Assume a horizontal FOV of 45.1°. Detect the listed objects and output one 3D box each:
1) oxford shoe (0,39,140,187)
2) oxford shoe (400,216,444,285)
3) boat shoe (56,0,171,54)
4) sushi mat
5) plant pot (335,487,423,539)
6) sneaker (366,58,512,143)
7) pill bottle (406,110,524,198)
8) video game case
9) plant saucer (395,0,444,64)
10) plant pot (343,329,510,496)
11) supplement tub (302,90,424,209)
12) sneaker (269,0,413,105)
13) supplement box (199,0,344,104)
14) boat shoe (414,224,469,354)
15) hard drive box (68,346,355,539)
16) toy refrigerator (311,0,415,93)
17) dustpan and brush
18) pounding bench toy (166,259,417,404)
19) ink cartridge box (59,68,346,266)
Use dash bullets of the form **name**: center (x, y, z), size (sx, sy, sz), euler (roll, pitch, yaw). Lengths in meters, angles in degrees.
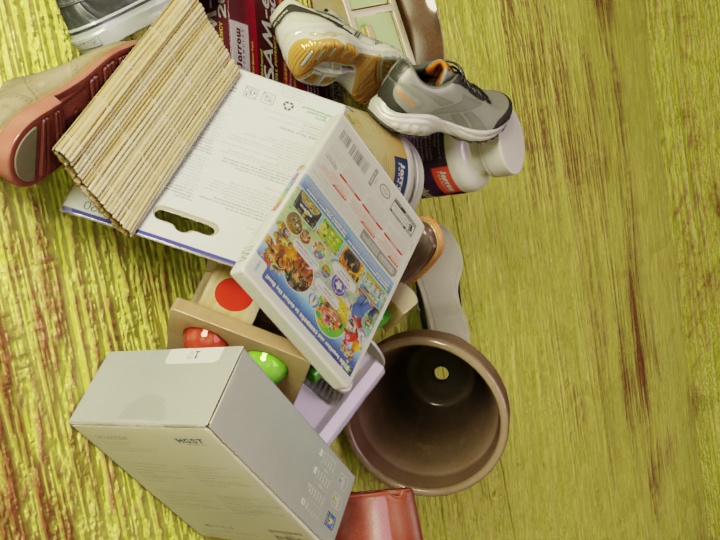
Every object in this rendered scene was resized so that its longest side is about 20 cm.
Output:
- **oxford shoe**: center (-0.236, -0.140, 0.679), size (0.200, 0.075, 0.071), euler (-55, 161, -51)
- **oxford shoe**: center (0.000, 0.000, 0.926), size (0.073, 0.200, 0.071), euler (-18, 82, -55)
- **boat shoe**: center (-0.190, -0.266, 0.774), size (0.200, 0.072, 0.071), euler (-55, 135, -43)
- **sushi mat**: center (-0.165, -0.131, 0.704), size (0.096, 0.012, 0.200), euler (58, 47, -43)
- **plant pot**: center (-0.008, 0.330, 0.893), size (0.201, 0.201, 0.196), euler (15, 65, -56)
- **sneaker**: center (0.103, -0.191, 0.958), size (0.200, 0.074, 0.079), euler (-6, 133, -40)
- **pill bottle**: center (0.101, -0.150, 1.103), size (0.111, 0.200, 0.112), euler (12, 76, -57)
- **video game case**: center (-0.019, -0.020, 0.743), size (0.143, 0.018, 0.200), euler (51, 46, -28)
- **plant saucer**: center (0.046, -0.300, 1.091), size (0.032, 0.200, 0.201), euler (-20, 107, -15)
- **plant pot**: center (0.089, 0.155, 1.088), size (0.175, 0.200, 0.201), euler (-48, 128, -73)
- **supplement tub**: center (-0.030, -0.108, 0.942), size (0.200, 0.144, 0.145), euler (2, 84, -57)
- **sneaker**: center (-0.015, -0.238, 0.924), size (0.200, 0.076, 0.088), euler (6, 48, -56)
- **supplement box**: center (-0.097, -0.236, 0.931), size (0.200, 0.061, 0.109), euler (0, 85, -57)
- **boat shoe**: center (0.112, 0.033, 1.229), size (0.060, 0.074, 0.200), euler (112, -30, -66)
- **hard drive box**: center (-0.122, 0.157, 0.750), size (0.200, 0.156, 0.077), euler (57, 42, -38)
- **toy refrigerator**: center (-0.007, -0.321, 1.028), size (0.076, 0.070, 0.200), euler (-20, 94, -31)
- **dustpan and brush**: center (-0.064, 0.082, 0.933), size (0.200, 0.057, 0.140), euler (45, 60, -8)
- **pounding bench toy**: center (-0.060, 0.051, 0.795), size (0.124, 0.200, 0.156), euler (113, -3, -56)
- **ink cartridge box**: center (-0.131, -0.093, 0.760), size (0.041, 0.199, 0.200), euler (117, -9, -59)
